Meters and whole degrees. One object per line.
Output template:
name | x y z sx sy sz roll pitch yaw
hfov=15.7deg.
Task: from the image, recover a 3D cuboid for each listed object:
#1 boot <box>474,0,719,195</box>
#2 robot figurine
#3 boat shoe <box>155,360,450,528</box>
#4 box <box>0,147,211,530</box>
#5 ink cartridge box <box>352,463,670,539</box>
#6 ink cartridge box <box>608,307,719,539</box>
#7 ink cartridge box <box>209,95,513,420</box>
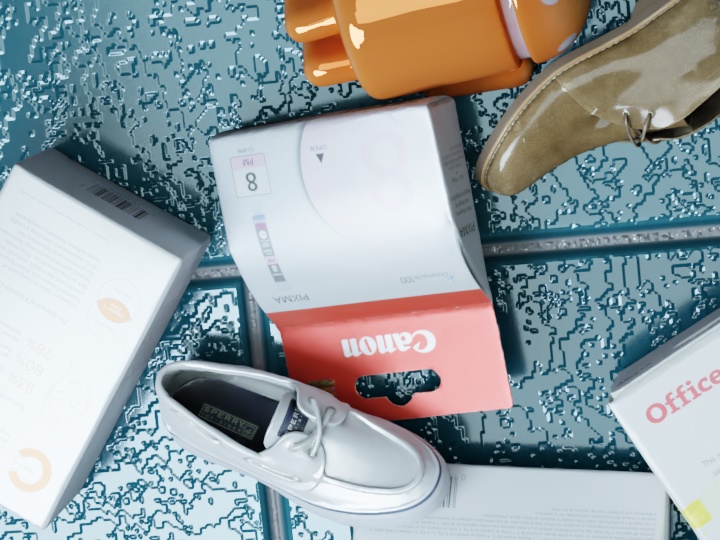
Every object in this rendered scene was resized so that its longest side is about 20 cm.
boot | 0.159 -0.101 1.596 0.200 0.074 0.076 -38 68 11
robot figurine | 0.054 -0.172 1.586 0.199 0.117 0.145 -12 98 10
boat shoe | -0.041 0.107 1.646 0.199 0.065 0.074 13 67 18
box | -0.200 0.042 1.670 0.124 0.097 0.201 29 102 3
ink cartridge box | 0.092 0.209 1.635 0.198 0.044 0.175 2 66 8
ink cartridge box | 0.267 0.115 1.617 0.145 0.083 0.201 -34 93 11
ink cartridge box | 0.000 0.000 1.635 0.162 0.057 0.201 -7 94 29
